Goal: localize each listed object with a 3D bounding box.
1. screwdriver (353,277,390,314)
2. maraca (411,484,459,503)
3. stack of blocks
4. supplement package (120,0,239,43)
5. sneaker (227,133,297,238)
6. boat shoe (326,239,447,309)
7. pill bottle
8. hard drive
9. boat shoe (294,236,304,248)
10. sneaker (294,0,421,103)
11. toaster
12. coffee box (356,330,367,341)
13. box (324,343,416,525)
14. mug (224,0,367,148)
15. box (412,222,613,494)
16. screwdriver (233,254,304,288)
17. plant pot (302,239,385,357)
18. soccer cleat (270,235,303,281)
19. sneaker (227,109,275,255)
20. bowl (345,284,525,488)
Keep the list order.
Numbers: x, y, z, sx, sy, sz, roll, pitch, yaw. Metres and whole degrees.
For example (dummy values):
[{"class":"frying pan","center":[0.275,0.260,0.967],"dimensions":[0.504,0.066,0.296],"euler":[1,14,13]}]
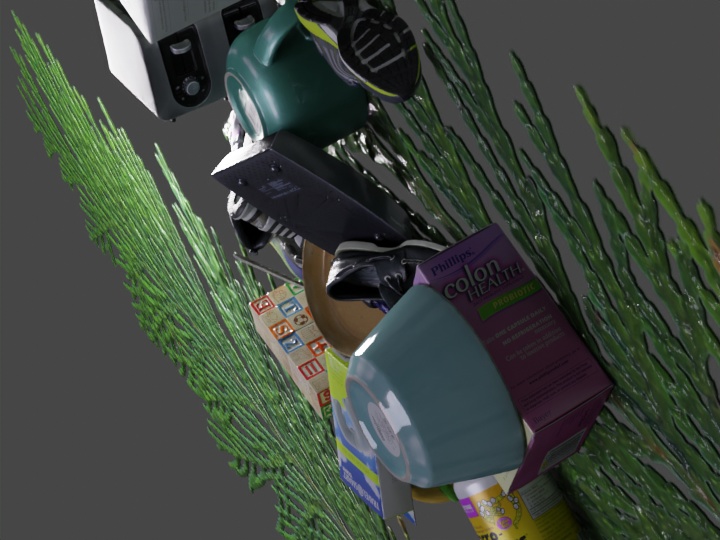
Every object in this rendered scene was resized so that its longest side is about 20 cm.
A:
[{"class":"screwdriver","center":[0.044,0.054,1.703],"dimensions":[0.200,0.029,0.028],"euler":[40,114,39]},{"class":"maraca","center":[0.068,0.209,1.923],"dimensions":[0.137,0.107,0.200],"euler":[55,-179,-40]},{"class":"stack of blocks","center":[-0.052,0.096,2.092],"dimensions":[0.200,0.115,0.059],"euler":[49,160,40]},{"class":"supplement package","center":[-0.154,-0.339,1.537],"dimensions":[0.118,0.199,0.117],"euler":[54,162,24]},{"class":"sneaker","center":[-0.075,-0.126,1.800],"dimensions":[0.115,0.202,0.076],"euler":[27,154,-23]},{"class":"boat shoe","center":[0.036,0.011,1.656],"dimensions":[0.198,0.066,0.075],"euler":[7,146,42]},{"class":"pill bottle","center":[0.168,0.256,1.689],"dimensions":[0.201,0.104,0.104],"euler":[61,164,3]},{"class":"hard drive","center":[-0.048,-0.080,1.687],"dimensions":[0.199,0.043,0.134],"euler":[32,152,-27]},{"class":"boat shoe","center":[-0.069,-0.084,1.925],"dimensions":[0.066,0.073,0.200],"euler":[55,162,8]},{"class":"sneaker","center":[0.007,-0.212,1.510],"dimensions":[0.200,0.074,0.081],"euler":[53,172,48]},{"class":"toaster","center":[-0.201,-0.282,1.824],"dimensions":[0.200,0.180,0.119],"euler":[43,150,50]},{"class":"coffee box","center":[0.054,0.110,1.848],"dimensions":[0.200,0.079,0.114],"euler":[37,150,56]},{"class":"box","center":[0.012,0.197,1.830],"dimensions":[0.122,0.047,0.202],"euler":[34,136,58]},{"class":"mug","center":[-0.083,-0.213,1.679],"dimensions":[0.152,0.114,0.186],"euler":[37,151,56]},{"class":"box","center":[0.139,0.089,1.523],"dimensions":[0.201,0.096,0.176],"euler":[55,162,21]},{"class":"screwdriver","center":[-0.070,0.025,1.955],"dimensions":[0.199,0.029,0.028],"euler":[20,168,-5]},{"class":"plant pot","center":[0.000,0.000,1.795],"dimensions":[0.199,0.027,0.202],"euler":[7,98,53]},{"class":"soccer cleat","center":[-0.100,-0.045,2.104],"dimensions":[0.200,0.064,0.084],"euler":[49,166,40]},{"class":"sneaker","center":[-0.127,-0.117,1.920],"dimensions":[0.140,0.077,0.202],"euler":[-91,-3,-75]},{"class":"bowl","center":[0.057,0.125,1.472],"dimensions":[0.201,0.105,0.201],"euler":[53,161,28]}]
